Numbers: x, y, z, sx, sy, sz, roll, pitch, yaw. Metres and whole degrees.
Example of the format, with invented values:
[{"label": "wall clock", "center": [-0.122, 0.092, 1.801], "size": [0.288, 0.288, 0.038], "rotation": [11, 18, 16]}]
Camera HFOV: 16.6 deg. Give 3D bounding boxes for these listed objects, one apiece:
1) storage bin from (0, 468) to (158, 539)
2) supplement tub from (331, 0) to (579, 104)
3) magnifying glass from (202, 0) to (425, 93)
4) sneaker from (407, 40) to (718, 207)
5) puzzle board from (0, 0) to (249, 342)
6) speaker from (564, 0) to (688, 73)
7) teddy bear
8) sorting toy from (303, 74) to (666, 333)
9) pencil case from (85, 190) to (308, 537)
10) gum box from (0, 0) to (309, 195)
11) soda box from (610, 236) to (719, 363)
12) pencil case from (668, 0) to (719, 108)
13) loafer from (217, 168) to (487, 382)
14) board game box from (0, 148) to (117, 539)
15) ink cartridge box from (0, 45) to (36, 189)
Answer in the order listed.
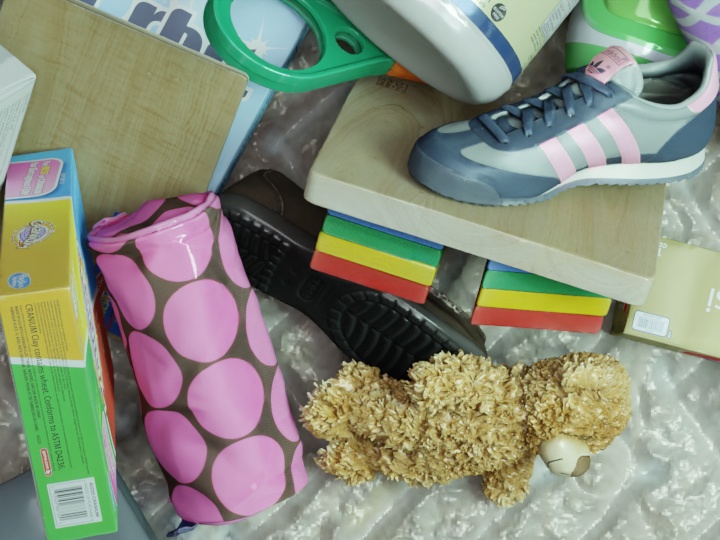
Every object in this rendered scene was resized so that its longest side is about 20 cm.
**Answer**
[{"label": "storage bin", "center": [-0.198, 0.197, 1.458], "size": [0.199, 0.146, 0.135], "rotation": [-28, 79, -2]}, {"label": "supplement tub", "center": [0.080, -0.212, 1.423], "size": [0.145, 0.145, 0.200], "rotation": [39, 84, 0]}, {"label": "magnifying glass", "center": [-0.002, -0.133, 1.482], "size": [0.199, 0.022, 0.080], "rotation": [8, 53, -27]}, {"label": "sneaker", "center": [0.117, -0.090, 1.400], "size": [0.199, 0.070, 0.082], "rotation": [-11, 130, -31]}, {"label": "puzzle board", "center": [-0.166, -0.062, 1.476], "size": [0.150, 0.017, 0.201], "rotation": [23, 119, 0]}, {"label": "speaker", "center": [0.188, -0.206, 1.503], "size": [0.088, 0.088, 0.201], "rotation": [18, 88, -1]}, {"label": "teddy bear", "center": [0.062, 0.096, 1.464], "size": [0.199, 0.145, 0.067], "rotation": [6, 47, -1]}, {"label": "sorting toy", "center": [0.073, -0.032, 1.448], "size": [0.198, 0.200, 0.070], "rotation": [18, 113, 2]}, {"label": "pencil case", "center": [-0.101, 0.052, 1.459], "size": [0.091, 0.093, 0.201], "rotation": [-30, 114, -41]}, {"label": "gum box", "center": [-0.126, -0.151, 1.512], "size": [0.169, 0.045, 0.201], "rotation": [29, 86, 0]}, {"label": "soda box", "center": [0.258, 0.033, 1.504], "size": [0.199, 0.068, 0.064], "rotation": [15, 87, -1]}, {"label": "pencil case", "center": [0.247, -0.126, 1.463], "size": [0.200, 0.084, 0.086], "rotation": [59, 43, -32]}, {"label": "loafer", "center": [0.000, 0.000, 1.493], "size": [0.200, 0.073, 0.071], "rotation": [36, 48, -10]}, {"label": "board game box", "center": [-0.171, 0.038, 1.403], "size": [0.040, 0.200, 0.154], "rotation": [-9, 116, -2]}, {"label": "ink cartridge box", "center": [-0.287, -0.089, 1.441], "size": [0.176, 0.200, 0.045], "rotation": [39, 45, 12]}]
